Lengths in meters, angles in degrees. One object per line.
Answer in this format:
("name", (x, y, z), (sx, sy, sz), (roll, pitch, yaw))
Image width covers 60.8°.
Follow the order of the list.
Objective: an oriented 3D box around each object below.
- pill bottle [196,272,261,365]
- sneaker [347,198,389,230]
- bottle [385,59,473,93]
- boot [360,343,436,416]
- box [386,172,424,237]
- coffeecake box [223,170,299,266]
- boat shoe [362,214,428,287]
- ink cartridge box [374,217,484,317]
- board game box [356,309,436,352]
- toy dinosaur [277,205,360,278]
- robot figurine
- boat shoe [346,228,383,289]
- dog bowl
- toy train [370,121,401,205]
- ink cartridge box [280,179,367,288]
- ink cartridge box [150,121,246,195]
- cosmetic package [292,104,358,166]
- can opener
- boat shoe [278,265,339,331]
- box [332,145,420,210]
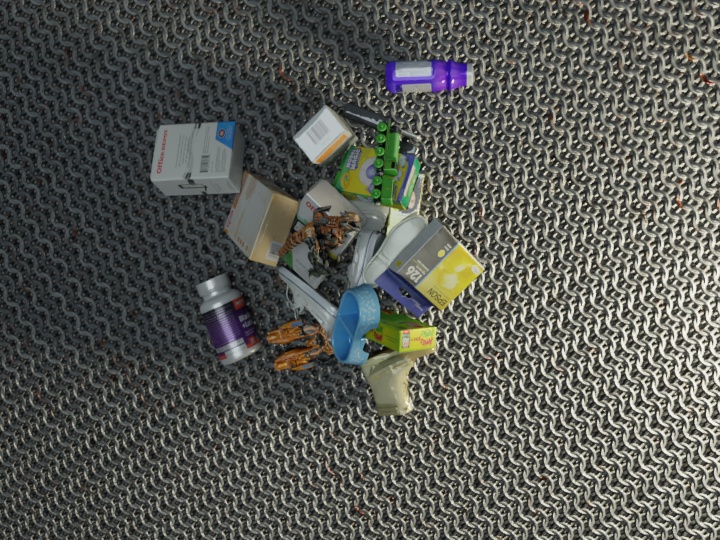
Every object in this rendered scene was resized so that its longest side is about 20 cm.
("pill bottle", (-0.327, 0.116, 1.502), (0.109, 0.111, 0.205), (-21, 94, 10))
("sneaker", (-0.020, -0.151, 1.452), (0.194, 0.076, 0.090), (11, 62, 23))
("bottle", (0.154, -0.436, 1.375), (0.193, 0.084, 0.068), (0, 97, 9))
("boot", (0.108, 0.258, 1.475), (0.195, 0.073, 0.160), (-19, 94, 12))
("box", (0.102, -0.128, 1.439), (0.073, 0.050, 0.207), (7, 99, 8))
("coffeecake box", (-0.232, -0.123, 1.415), (0.072, 0.199, 0.157), (15, 104, -35))
("boat shoe", (0.081, -0.043, 1.396), (0.074, 0.062, 0.202), (37, 100, 6))
("ink cartridge box", (0.160, 0.010, 1.395), (0.200, 0.047, 0.197), (-47, 132, 8))
("board game box", (0.072, 0.133, 1.391), (0.099, 0.198, 0.049), (-1, 99, -31))
("toy dinosaur", (-0.085, -0.063, 1.320), (0.196, 0.101, 0.140), (-12, 98, 44))
("robot figurine", (-0.125, 0.176, 1.506), (0.194, 0.058, 0.150), (-15, 96, 10))
("boat shoe", (0.000, 0.000, 1.468), (0.064, 0.073, 0.206), (20, 98, 22))
("dog bowl", (-0.016, 0.127, 1.395), (0.048, 0.112, 0.205), (-4, 127, -30))
("toy train", (0.058, -0.236, 1.346), (0.054, 0.042, 0.207), (2, 71, 10))
("ink cartridge box", (-0.097, -0.083, 1.415), (0.144, 0.084, 0.201), (41, 130, 1))
("ink cartridge box", (-0.381, -0.263, 1.451), (0.193, 0.085, 0.151), (0, 71, 10))
("cosmetic package", (-0.074, -0.295, 1.367), (0.101, 0.200, 0.072), (-41, 91, 11))
("can opener", (0.048, -0.322, 1.420), (0.195, 0.053, 0.069), (22, 95, 6))
("boat shoe", (-0.138, 0.077, 1.471), (0.200, 0.075, 0.087), (38, 92, 16))
("box", (0.028, -0.215, 1.396), (0.195, 0.048, 0.121), (13, 75, 27))
